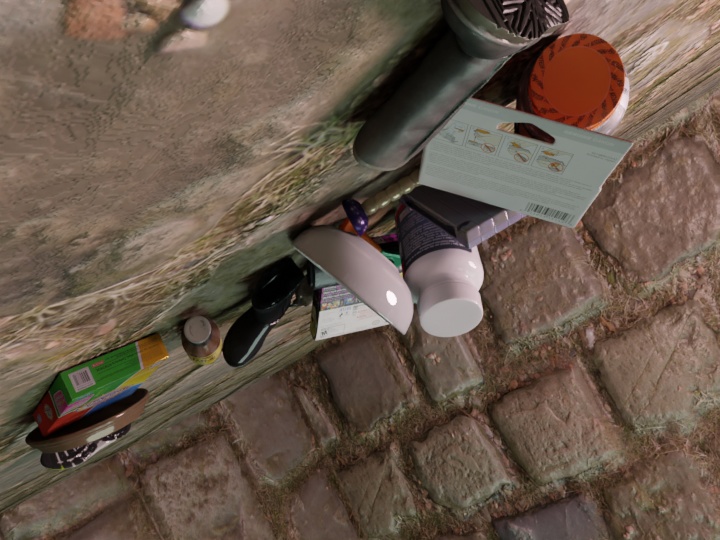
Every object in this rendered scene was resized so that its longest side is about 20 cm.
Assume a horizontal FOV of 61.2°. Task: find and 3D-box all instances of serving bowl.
[{"bbox_3d":[0.000,0.000,0.831,0.067,0.198,0.200,-52,173,-2],"label":"serving bowl"}]

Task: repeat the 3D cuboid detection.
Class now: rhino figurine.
[{"bbox_3d":[-0.063,0.013,1.095,0.198,0.061,0.087,-35,156,23],"label":"rhino figurine"}]

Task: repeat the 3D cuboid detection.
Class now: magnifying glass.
[{"bbox_3d":[0.038,-0.015,0.951,0.080,0.199,0.022,-51,-147,-1],"label":"magnifying glass"}]

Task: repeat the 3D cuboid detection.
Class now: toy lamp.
[{"bbox_3d":[0.070,-0.117,0.784,0.197,0.059,0.058,-32,173,6],"label":"toy lamp"}]

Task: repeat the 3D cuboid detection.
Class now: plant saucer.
[{"bbox_3d":[-0.445,0.248,1.006,0.194,0.030,0.200,-15,-173,2],"label":"plant saucer"}]

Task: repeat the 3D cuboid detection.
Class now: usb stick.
[{"bbox_3d":[0.005,-0.011,0.966,0.194,0.057,0.032,-11,-157,-25],"label":"usb stick"}]

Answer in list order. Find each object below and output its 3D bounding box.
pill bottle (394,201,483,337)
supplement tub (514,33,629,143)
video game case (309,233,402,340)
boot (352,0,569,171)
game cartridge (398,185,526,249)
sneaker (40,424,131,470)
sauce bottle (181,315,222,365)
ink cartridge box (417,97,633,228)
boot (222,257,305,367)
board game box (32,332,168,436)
[{"bbox_3d":[0.116,-0.015,0.888,0.115,0.205,0.121,-3,141,-3],"label":"pill bottle"},{"bbox_3d":[0.242,-0.192,0.713,0.120,0.125,0.200,-31,174,11],"label":"supplement tub"},{"bbox_3d":[0.012,0.026,1.052,0.194,0.036,0.185,-11,131,-24],"label":"video game case"},{"bbox_3d":[0.056,-0.153,0.488,0.197,0.074,0.180,-28,174,40],"label":"boot"},{"bbox_3d":[0.142,-0.102,0.816,0.127,0.039,0.200,-25,-149,-13],"label":"game cartridge"},{"bbox_3d":[-0.607,0.381,1.343,0.080,0.076,0.197,-31,172,40],"label":"sneaker"},{"bbox_3d":[-0.254,0.109,0.968,0.063,0.066,0.200,-27,171,-15],"label":"sauce bottle"},{"bbox_3d":[0.165,-0.128,0.653,0.175,0.194,0.045,94,15,-66],"label":"ink cartridge box"},{"bbox_3d":[-0.161,0.074,0.980,0.167,0.065,0.200,-56,-175,-19],"label":"boot"},{"bbox_3d":[-0.393,0.173,0.917,0.151,0.041,0.199,-24,170,-44],"label":"board game box"}]
